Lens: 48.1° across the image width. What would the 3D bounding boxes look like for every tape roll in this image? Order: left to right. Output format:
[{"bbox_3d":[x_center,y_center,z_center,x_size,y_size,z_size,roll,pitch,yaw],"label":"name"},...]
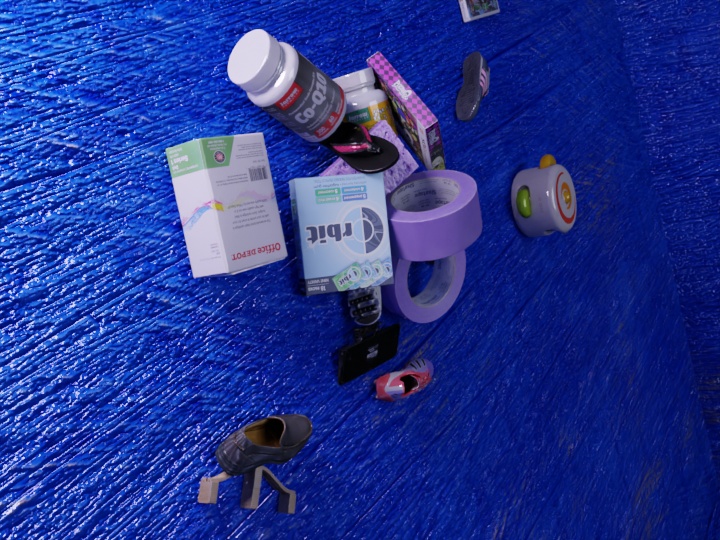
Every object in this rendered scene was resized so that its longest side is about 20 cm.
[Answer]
[{"bbox_3d":[0.124,0.000,1.636,0.197,0.065,0.205,-13,110,-38],"label":"tape roll"},{"bbox_3d":[0.128,-0.107,1.525,0.200,0.197,0.086,-50,137,-44],"label":"tape roll"}]

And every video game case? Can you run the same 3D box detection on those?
[{"bbox_3d":[0.091,-0.302,1.573,0.201,0.036,0.182,54,-5,24],"label":"video game case"},{"bbox_3d":[0.293,-0.747,2.085,0.199,0.023,0.186,-34,112,-52],"label":"video game case"}]

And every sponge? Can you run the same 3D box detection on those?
[{"bbox_3d":[0.002,-0.169,1.483,0.200,0.030,0.112,-43,110,-9],"label":"sponge"}]

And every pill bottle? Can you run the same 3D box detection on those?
[{"bbox_3d":[-0.123,-0.312,1.368,0.199,0.112,0.116,28,63,-48],"label":"pill bottle"},{"bbox_3d":[0.011,-0.278,1.546,0.112,0.111,0.204,-33,111,-51],"label":"pill bottle"}]

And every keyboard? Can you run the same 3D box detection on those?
[{"bbox_3d":[0.011,0.143,1.557,0.199,0.039,0.106,-19,122,-54],"label":"keyboard"}]

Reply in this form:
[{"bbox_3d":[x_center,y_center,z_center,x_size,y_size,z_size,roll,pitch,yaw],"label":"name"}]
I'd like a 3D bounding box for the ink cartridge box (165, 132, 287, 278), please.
[{"bbox_3d":[-0.204,-0.101,1.247,0.144,0.083,0.204,-18,99,-53],"label":"ink cartridge box"}]

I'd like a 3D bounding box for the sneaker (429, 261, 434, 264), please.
[{"bbox_3d":[0.147,-0.059,1.728,0.198,0.074,0.072,15,72,-52],"label":"sneaker"}]

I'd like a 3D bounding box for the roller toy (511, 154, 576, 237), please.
[{"bbox_3d":[0.504,-0.191,2.183,0.183,0.138,0.202,54,45,-34],"label":"roller toy"}]

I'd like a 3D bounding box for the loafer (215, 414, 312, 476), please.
[{"bbox_3d":[-0.136,0.264,1.274,0.073,0.072,0.199,51,31,16],"label":"loafer"}]

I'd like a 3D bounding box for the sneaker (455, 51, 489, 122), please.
[{"bbox_3d":[0.288,-0.439,1.987,0.082,0.069,0.203,37,58,-41],"label":"sneaker"}]

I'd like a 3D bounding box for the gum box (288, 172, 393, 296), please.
[{"bbox_3d":[-0.033,-0.066,1.432,0.167,0.044,0.205,-7,92,-20],"label":"gum box"}]

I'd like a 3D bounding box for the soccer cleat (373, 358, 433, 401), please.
[{"bbox_3d":[0.105,0.221,1.623,0.198,0.075,0.068,-9,92,-54],"label":"soccer cleat"}]

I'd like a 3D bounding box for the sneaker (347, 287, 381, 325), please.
[{"bbox_3d":[0.000,0.000,1.534,0.081,0.074,0.204,-14,94,-73],"label":"sneaker"}]

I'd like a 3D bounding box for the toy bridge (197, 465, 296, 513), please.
[{"bbox_3d":[-0.170,0.340,1.269,0.199,0.027,0.069,26,63,-48],"label":"toy bridge"}]

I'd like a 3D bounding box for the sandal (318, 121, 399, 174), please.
[{"bbox_3d":[-0.021,-0.234,1.436,0.076,0.198,0.045,-53,156,-18],"label":"sandal"}]
